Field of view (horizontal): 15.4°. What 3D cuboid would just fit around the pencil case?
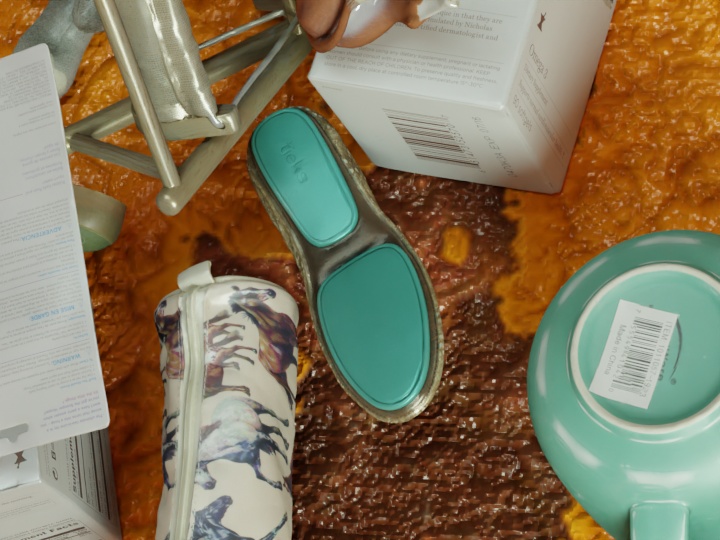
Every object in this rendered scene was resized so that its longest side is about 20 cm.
[{"bbox_3d":[-0.074,0.101,1.399,0.077,0.089,0.201,-7,65,17],"label":"pencil case"}]

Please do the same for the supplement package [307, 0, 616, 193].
[{"bbox_3d":[0.068,-0.161,1.444,0.117,0.117,0.201,10,73,24],"label":"supplement package"}]

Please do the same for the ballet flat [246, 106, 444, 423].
[{"bbox_3d":[0.000,0.000,1.428,0.070,0.065,0.201,-26,62,7],"label":"ballet flat"}]

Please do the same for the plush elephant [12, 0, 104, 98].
[{"bbox_3d":[-0.186,-0.226,1.540,0.200,0.155,0.165,-39,61,1],"label":"plush elephant"}]

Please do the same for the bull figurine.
[{"bbox_3d":[0.015,-0.209,1.370,0.121,0.065,0.201,-11,68,54],"label":"bull figurine"}]

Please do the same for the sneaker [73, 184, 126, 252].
[{"bbox_3d":[-0.230,-0.013,1.523,0.199,0.067,0.090,10,79,24],"label":"sneaker"}]

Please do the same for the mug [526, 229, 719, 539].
[{"bbox_3d":[0.165,0.070,1.311,0.152,0.114,0.186,-31,61,5],"label":"mug"}]

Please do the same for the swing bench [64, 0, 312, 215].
[{"bbox_3d":[-0.098,-0.174,1.414,0.129,0.200,0.200,19,48,44],"label":"swing bench"}]

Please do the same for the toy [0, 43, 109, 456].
[{"bbox_3d":[-0.184,-0.004,1.375,0.115,0.047,0.201,-16,79,24],"label":"toy"}]

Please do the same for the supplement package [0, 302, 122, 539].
[{"bbox_3d":[-0.249,0.087,1.456,0.199,0.111,0.157,-17,64,12],"label":"supplement package"}]
